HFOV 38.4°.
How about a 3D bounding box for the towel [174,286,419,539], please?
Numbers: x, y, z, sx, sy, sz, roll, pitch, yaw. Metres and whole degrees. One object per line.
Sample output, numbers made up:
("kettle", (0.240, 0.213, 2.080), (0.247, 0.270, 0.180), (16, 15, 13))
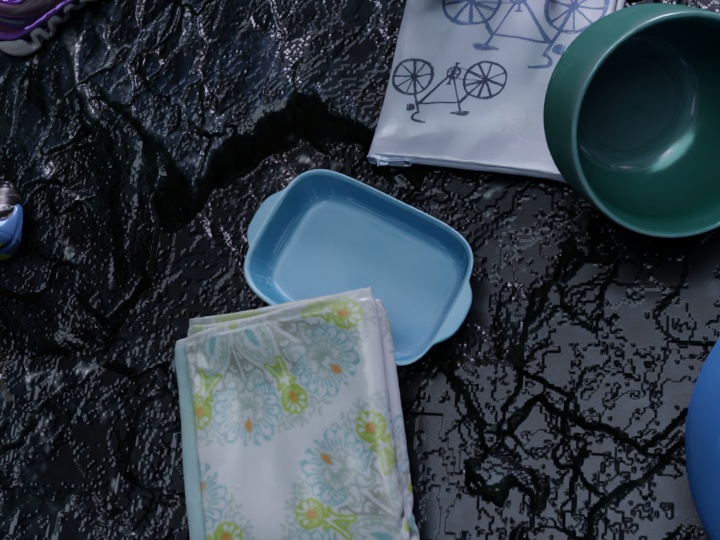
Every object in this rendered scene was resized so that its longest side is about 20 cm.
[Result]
("towel", (-0.052, 0.122, 0.763), (0.170, 0.048, 0.202), (-12, 78, 21))

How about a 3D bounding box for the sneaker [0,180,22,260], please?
("sneaker", (-0.397, -0.052, 0.947), (0.198, 0.071, 0.083), (1, 66, 12))

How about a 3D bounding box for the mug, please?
("mug", (0.222, -0.108, 0.735), (0.183, 0.115, 0.153), (12, 106, -10))

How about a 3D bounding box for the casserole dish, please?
("casserole dish", (0.000, 0.000, 0.817), (0.199, 0.039, 0.122), (27, 80, 23))

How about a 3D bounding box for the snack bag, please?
("snack bag", (0.114, -0.166, 0.851), (0.187, 0.021, 0.202), (8, 73, 20))

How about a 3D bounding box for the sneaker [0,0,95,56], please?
("sneaker", (-0.289, -0.296, 0.987), (0.200, 0.089, 0.081), (-41, 63, -2))

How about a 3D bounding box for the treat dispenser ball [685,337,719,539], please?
("treat dispenser ball", (0.272, 0.094, 0.535), (0.199, 0.201, 0.203), (-6, 69, 15))
